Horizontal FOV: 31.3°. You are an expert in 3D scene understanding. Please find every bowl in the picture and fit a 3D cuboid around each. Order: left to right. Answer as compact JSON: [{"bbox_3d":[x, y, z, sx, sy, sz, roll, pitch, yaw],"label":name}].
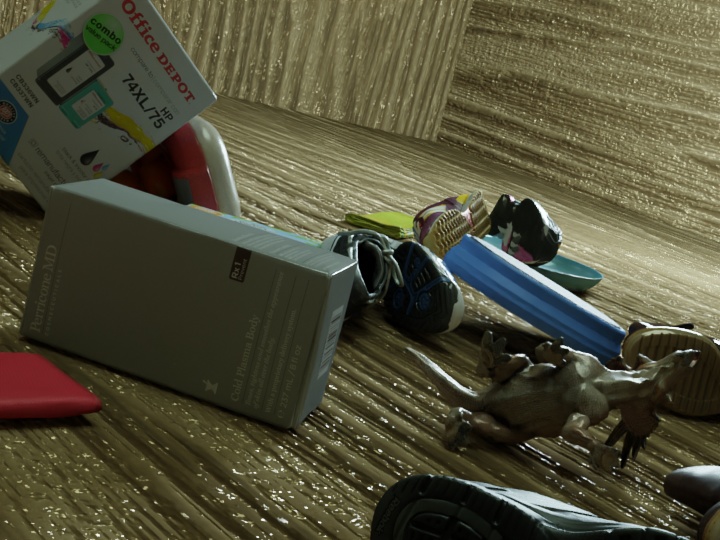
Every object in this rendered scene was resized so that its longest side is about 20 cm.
[{"bbox_3d":[0.174,0.026,1.275,0.199,0.040,0.201,31,6,-3],"label":"bowl"}]

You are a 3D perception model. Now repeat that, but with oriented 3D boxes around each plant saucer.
[{"bbox_3d":[0.231,-0.008,1.750,0.197,0.028,0.200,15,9,-3],"label":"plant saucer"}]

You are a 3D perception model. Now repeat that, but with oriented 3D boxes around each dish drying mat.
[{"bbox_3d":[-0.236,0.061,0.667,0.076,0.018,0.199,25,13,40],"label":"dish drying mat"}]

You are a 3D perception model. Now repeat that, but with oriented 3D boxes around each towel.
[{"bbox_3d":[0.049,-0.070,1.835,0.085,0.018,0.200,20,10,17],"label":"towel"}]

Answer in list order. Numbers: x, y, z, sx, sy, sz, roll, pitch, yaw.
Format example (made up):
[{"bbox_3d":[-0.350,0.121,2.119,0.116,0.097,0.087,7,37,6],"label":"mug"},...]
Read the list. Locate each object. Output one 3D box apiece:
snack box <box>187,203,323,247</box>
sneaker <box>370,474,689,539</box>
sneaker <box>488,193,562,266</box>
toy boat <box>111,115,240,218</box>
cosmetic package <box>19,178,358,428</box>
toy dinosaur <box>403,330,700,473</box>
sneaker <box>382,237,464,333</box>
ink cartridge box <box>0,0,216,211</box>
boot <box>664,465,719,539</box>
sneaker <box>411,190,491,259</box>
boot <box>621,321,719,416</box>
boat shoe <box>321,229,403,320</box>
[{"bbox_3d":[-0.118,-0.010,1.136,0.140,0.054,0.200,18,10,7],"label":"snack box"},{"bbox_3d":[0.107,0.141,0.605,0.198,0.077,0.091,21,4,18],"label":"sneaker"},{"bbox_3d":[0.233,-0.049,1.692,0.085,0.081,0.200,24,14,-14],"label":"sneaker"},{"bbox_3d":[-0.212,-0.092,1.330,0.129,0.132,0.200,-20,23,-18],"label":"toy boat"},{"bbox_3d":[-0.112,0.017,0.842,0.197,0.108,0.090,15,10,9],"label":"cosmetic package"},{"bbox_3d":[0.131,0.092,0.899,0.197,0.087,0.135,1,-6,21],"label":"toy dinosaur"},{"bbox_3d":[0.061,0.012,1.221,0.076,0.077,0.200,16,10,-22],"label":"sneaker"},{"bbox_3d":[-0.269,-0.182,1.260,0.147,0.199,0.146,54,-3,-26],"label":"ink cartridge box"},{"bbox_3d":[0.236,0.153,0.771,0.198,0.074,0.166,8,0,-29],"label":"boot"},{"bbox_3d":[0.102,-0.045,1.665,0.089,0.076,0.200,-15,8,27],"label":"sneaker"},{"bbox_3d":[0.295,0.084,1.222,0.198,0.073,0.166,19,7,-24],"label":"boot"},{"bbox_3d":[-0.001,-0.003,1.149,0.067,0.074,0.199,-25,1,14],"label":"boat shoe"}]
